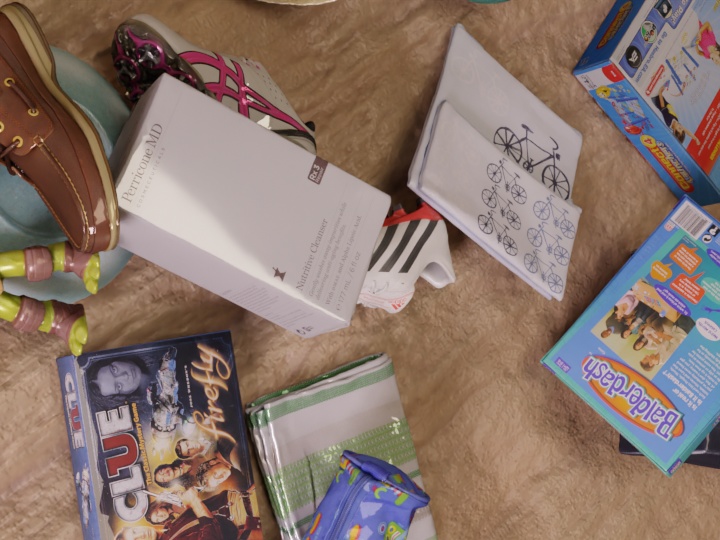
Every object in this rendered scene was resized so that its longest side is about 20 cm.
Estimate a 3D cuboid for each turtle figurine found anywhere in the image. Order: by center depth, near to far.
[{"bbox_3d":[-0.267,0.017,1.006,0.160,0.064,0.202,9,99,-24],"label":"turtle figurine"}]

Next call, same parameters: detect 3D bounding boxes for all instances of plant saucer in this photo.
[{"bbox_3d":[-0.235,-0.074,1.068,0.200,0.039,0.203,6,80,-34],"label":"plant saucer"}]

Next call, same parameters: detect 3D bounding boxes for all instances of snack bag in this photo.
[{"bbox_3d":[0.132,-0.099,1.309,0.188,0.021,0.201,37,51,-26],"label":"snack bag"}]

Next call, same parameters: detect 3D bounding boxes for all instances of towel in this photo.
[{"bbox_3d":[-0.005,0.182,1.194,0.148,0.031,0.202,-18,94,-34],"label":"towel"}]

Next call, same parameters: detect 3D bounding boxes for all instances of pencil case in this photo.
[{"bbox_3d":[-0.023,0.237,1.113,0.078,0.087,0.201,26,82,18],"label":"pencil case"}]

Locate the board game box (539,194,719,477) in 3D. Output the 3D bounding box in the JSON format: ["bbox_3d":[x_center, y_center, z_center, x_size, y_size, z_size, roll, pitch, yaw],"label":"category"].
[{"bbox_3d":[0.282,0.058,1.298,0.152,0.045,0.200,43,92,21],"label":"board game box"}]

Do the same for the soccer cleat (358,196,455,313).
[{"bbox_3d":[0.000,0.000,1.202,0.199,0.068,0.086,-19,86,-40],"label":"soccer cleat"}]

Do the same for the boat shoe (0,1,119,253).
[{"bbox_3d":[-0.227,-0.092,0.996,0.067,0.072,0.201,-19,69,-31],"label":"boat shoe"}]

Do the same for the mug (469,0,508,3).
[{"bbox_3d":[0.110,-0.330,1.297,0.151,0.114,0.186,-31,100,-33],"label":"mug"}]

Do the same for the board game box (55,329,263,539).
[{"bbox_3d":[-0.147,0.154,1.097,0.135,0.034,0.202,-8,88,-35],"label":"board game box"}]

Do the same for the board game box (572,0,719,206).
[{"bbox_3d":[0.330,-0.202,1.464,0.196,0.056,0.201,46,61,-21],"label":"board game box"}]

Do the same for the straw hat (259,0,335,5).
[{"bbox_3d":[-0.054,-0.317,1.196,0.202,0.200,0.085,54,17,-15],"label":"straw hat"}]

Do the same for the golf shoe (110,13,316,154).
[{"bbox_3d":[-0.113,-0.136,1.148,0.200,0.072,0.093,43,48,-31],"label":"golf shoe"}]

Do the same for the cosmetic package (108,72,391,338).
[{"bbox_3d":[-0.090,-0.044,1.075,0.199,0.081,0.114,26,69,-20],"label":"cosmetic package"}]

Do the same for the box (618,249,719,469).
[{"bbox_3d":[0.362,0.090,1.407,0.195,0.117,0.202,12,77,-32],"label":"box"}]
